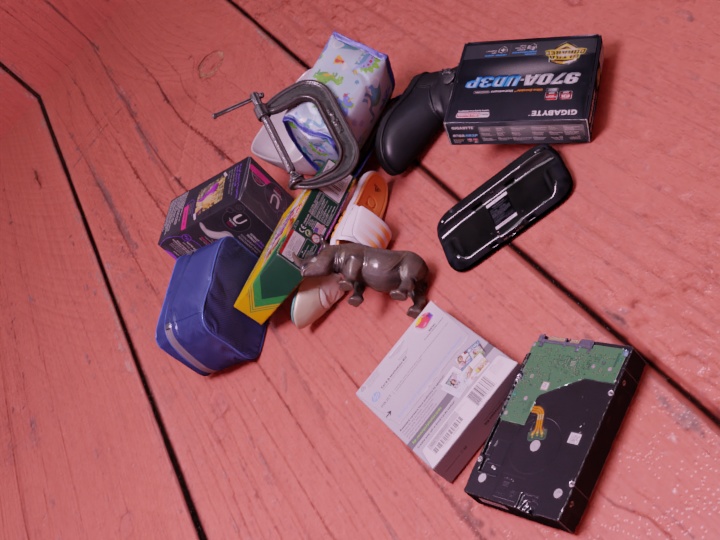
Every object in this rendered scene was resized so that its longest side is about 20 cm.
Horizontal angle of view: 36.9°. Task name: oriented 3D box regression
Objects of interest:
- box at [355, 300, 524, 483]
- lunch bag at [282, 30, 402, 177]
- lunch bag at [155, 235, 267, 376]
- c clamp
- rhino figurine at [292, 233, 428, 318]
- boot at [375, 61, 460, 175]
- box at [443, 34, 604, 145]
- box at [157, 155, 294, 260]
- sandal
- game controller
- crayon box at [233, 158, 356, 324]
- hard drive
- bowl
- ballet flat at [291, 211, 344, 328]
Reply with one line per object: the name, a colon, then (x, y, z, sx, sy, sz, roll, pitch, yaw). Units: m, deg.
box: (0.096, 0.140, 1.299, 0.157, 0.041, 0.200, -51, 35, -3)
lunch bag: (-0.020, -0.240, 1.689, 0.126, 0.200, 0.172, 28, 78, 16)
lunch bag: (-0.229, 0.051, 1.668, 0.131, 0.136, 0.202, -20, 43, 35)
c clamp: (-0.099, -0.193, 1.574, 0.169, 0.027, 0.201, -32, 69, -5)
rhino figurine: (0.000, 0.000, 1.459, 0.196, 0.060, 0.088, 12, 53, 12)
boot: (0.121, -0.240, 1.611, 0.167, 0.076, 0.202, -10, 43, 48)
box: (0.224, -0.246, 1.468, 0.196, 0.046, 0.161, 2, 55, 23)
box: (-0.225, -0.083, 1.809, 0.198, 0.122, 0.107, -23, 40, 32)
sandal: (0.013, -0.072, 1.567, 0.059, 0.079, 0.209, -19, 42, 40)
game controller: (0.188, -0.082, 1.426, 0.199, 0.042, 0.105, -37, 50, 18)
crayon box: (-0.098, -0.043, 1.603, 0.172, 0.058, 0.202, -43, 17, 51)
hard drive: (0.207, 0.167, 1.148, 0.139, 0.038, 0.202, 4, 61, 50)
bowl: (-0.078, -0.249, 1.850, 0.201, 0.074, 0.199, -56, 34, -9)
ballet flat: (-0.040, -0.002, 1.579, 0.069, 0.069, 0.202, -9, 50, 43)
